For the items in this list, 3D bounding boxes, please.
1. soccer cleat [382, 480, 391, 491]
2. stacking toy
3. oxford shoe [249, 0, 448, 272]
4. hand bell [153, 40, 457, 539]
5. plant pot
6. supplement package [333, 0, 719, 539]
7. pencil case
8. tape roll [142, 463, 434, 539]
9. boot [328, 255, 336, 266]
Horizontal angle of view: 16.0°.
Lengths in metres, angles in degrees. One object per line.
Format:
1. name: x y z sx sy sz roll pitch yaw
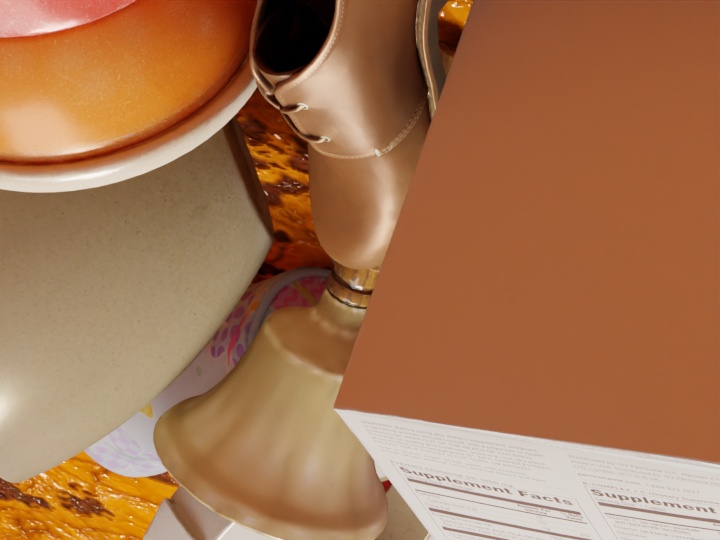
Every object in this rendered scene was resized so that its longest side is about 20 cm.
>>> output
1. soccer cleat: -0.007 0.116 1.306 0.200 0.067 0.076 -5 154 -43
2. stacking toy: -0.113 -0.139 0.876 0.146 0.146 0.200 11 139 20
3. oxford shoe: -0.010 -0.070 0.907 0.071 0.071 0.200 41 148 33
4. hand bell: 0.000 0.000 1.023 0.104 0.200 0.104 21 -159 -8
5. plant pot: -0.113 -0.030 1.036 0.134 0.200 0.200 -20 148 3
6. supplement package: 0.105 -0.006 0.864 0.156 0.200 0.111 7 153 26
7. pencil case: -0.068 0.053 1.275 0.091 0.083 0.200 14 162 -31
8. tape roll: -0.014 0.120 1.216 0.037 0.203 0.203 52 172 29
9. boot: 0.055 0.026 1.130 0.200 0.074 0.096 28 152 -16
